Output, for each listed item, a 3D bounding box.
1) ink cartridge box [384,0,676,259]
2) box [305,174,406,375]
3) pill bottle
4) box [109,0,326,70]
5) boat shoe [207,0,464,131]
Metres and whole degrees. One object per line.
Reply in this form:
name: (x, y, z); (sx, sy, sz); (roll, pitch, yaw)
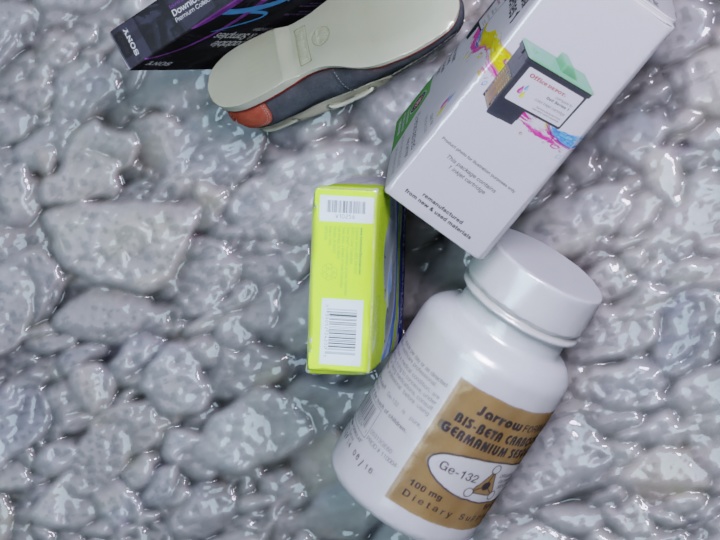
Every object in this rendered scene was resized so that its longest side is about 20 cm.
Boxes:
ink cartridge box: (0.109, -0.126, 1.463); (0.084, 0.145, 0.200); (36, 110, -10)
box: (0.000, 0.000, 1.515); (0.047, 0.200, 0.123); (3, 95, 7)
pill bottle: (0.075, 0.077, 1.520); (0.114, 0.114, 0.200); (37, 108, 19)
box: (-0.058, -0.198, 1.549); (0.200, 0.143, 0.036); (-28, 83, 25)
boat shoe: (-0.010, -0.149, 1.575); (0.199, 0.063, 0.071); (-21, 58, 24)
